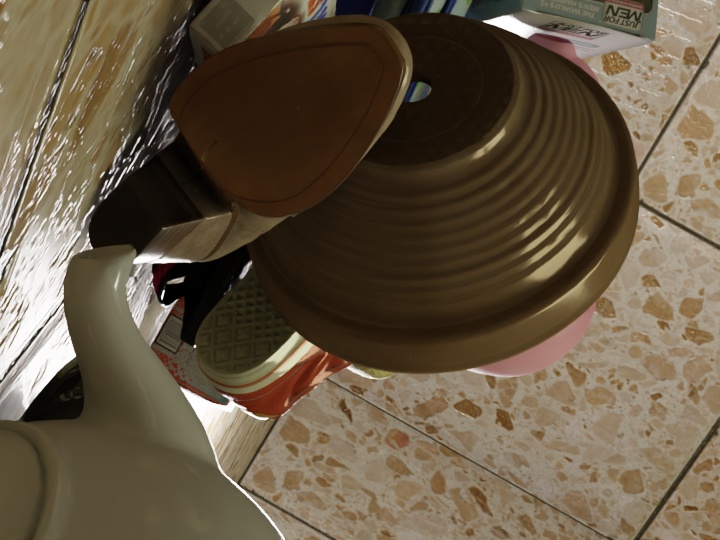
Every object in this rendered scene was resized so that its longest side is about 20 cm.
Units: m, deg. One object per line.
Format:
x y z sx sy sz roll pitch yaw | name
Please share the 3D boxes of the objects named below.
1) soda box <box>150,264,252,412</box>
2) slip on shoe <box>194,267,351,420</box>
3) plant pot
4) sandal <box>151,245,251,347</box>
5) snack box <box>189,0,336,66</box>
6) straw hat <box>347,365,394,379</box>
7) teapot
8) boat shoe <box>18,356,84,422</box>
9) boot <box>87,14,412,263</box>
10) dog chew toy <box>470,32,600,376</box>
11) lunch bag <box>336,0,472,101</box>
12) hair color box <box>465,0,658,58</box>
-0.063 -0.011 1.392 0.201 0.063 0.068 -61 178 -6 | soda box
0.000 0.000 1.117 0.200 0.074 0.061 -43 143 -16 | slip on shoe
0.034 -0.057 1.055 0.202 0.199 0.093 -60 154 -29 | plant pot
-0.089 -0.008 1.189 0.075 0.045 0.200 -57 -170 3 | sandal
-0.042 -0.106 0.981 0.072 0.024 0.200 -48 177 -6 | snack box
0.004 0.014 1.226 0.201 0.085 0.201 -46 174 -6 | straw hat
-0.124 0.125 0.724 0.197 0.146 0.201 -32 -147 17 | teapot
-0.143 0.109 1.010 0.200 0.071 0.068 124 -27 -46 | boat shoe
-0.025 -0.063 0.925 0.199 0.071 0.146 -28 -179 35 | boot
0.093 -0.041 1.306 0.125 0.123 0.202 -54 158 -73 | dog chew toy
0.008 -0.138 1.241 0.201 0.082 0.161 -64 174 28 | lunch bag
0.089 -0.166 1.355 0.200 0.098 0.061 -4 -101 62 | hair color box
